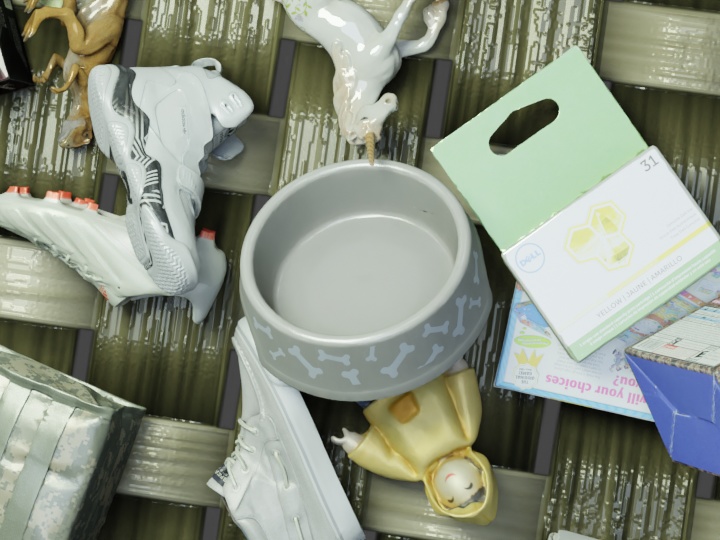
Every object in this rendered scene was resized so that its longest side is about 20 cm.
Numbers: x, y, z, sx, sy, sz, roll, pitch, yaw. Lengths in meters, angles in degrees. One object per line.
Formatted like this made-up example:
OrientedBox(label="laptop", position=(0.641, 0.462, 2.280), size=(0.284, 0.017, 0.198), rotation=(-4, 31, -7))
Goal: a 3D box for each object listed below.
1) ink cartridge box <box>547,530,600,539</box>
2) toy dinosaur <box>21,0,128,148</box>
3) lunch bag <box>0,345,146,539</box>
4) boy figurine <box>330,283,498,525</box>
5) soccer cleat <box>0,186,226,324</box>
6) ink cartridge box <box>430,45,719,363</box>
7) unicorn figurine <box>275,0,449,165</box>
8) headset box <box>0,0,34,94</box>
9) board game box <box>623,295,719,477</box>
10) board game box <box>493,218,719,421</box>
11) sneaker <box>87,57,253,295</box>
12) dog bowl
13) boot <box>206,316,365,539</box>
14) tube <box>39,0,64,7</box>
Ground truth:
OrientedBox(label="ink cartridge box", position=(0.190, 0.314, 1.656), size=(0.144, 0.084, 0.201), rotation=(14, 89, 5))
OrientedBox(label="toy dinosaur", position=(-0.209, -0.197, 1.726), size=(0.106, 0.060, 0.200), rotation=(22, 99, -24))
OrientedBox(label="lunch bag", position=(-0.292, 0.143, 1.689), size=(0.199, 0.118, 0.164), rotation=(22, 91, 11))
OrientedBox(label="boy figurine", position=(0.038, 0.114, 1.686), size=(0.124, 0.064, 0.200), rotation=(-29, 83, 1))
OrientedBox(label="soccer cleat", position=(-0.204, -0.014, 1.710), size=(0.199, 0.069, 0.078), rotation=(15, 93, 2))
OrientedBox(label="ink cartridge box", position=(0.165, -0.052, 1.653), size=(0.145, 0.048, 0.200), rotation=(-35, 88, 3))
OrientedBox(label="unicorn figurine", position=(0.000, -0.186, 1.699), size=(0.137, 0.074, 0.200), rotation=(-46, 69, 3))
OrientedBox(label="headset box", position=(-0.377, -0.191, 1.719), size=(0.199, 0.077, 0.149), rotation=(-15, 89, 7))
OrientedBox(label="board game box", position=(0.321, 0.061, 1.581), size=(0.200, 0.159, 0.097), rotation=(-28, 101, -13))
OrientedBox(label="board game box", position=(0.214, 0.046, 1.686), size=(0.199, 0.034, 0.135), rotation=(13, 89, 5))
OrientedBox(label="sneaker", position=(-0.130, -0.080, 1.671), size=(0.115, 0.075, 0.200), rotation=(-14, 64, -18))
OrientedBox(label="dog bowl", position=(0.000, 0.000, 1.641), size=(0.199, 0.059, 0.201), rotation=(-6, 52, 8))
OrientedBox(label="boot", position=(-0.078, 0.141, 1.688), size=(0.095, 0.074, 0.200), rotation=(-25, 88, -3))
OrientedBox(label="tube", position=(-0.218, -0.308, 1.729), size=(0.200, 0.052, 0.058), rotation=(-56, 41, 10))
